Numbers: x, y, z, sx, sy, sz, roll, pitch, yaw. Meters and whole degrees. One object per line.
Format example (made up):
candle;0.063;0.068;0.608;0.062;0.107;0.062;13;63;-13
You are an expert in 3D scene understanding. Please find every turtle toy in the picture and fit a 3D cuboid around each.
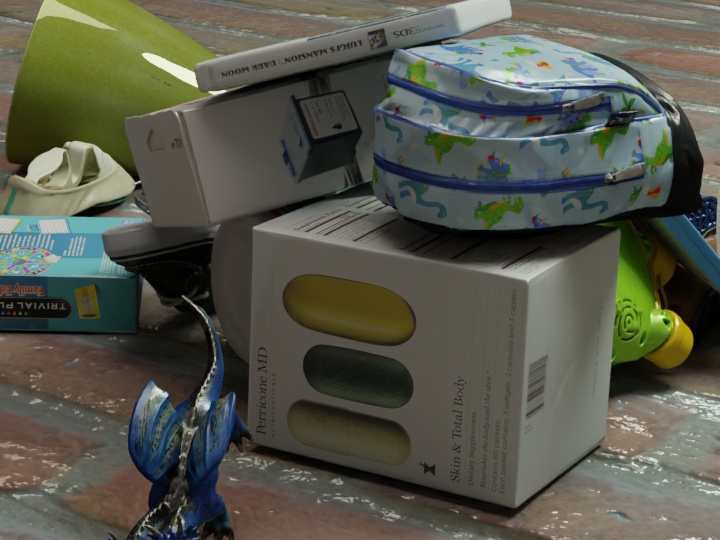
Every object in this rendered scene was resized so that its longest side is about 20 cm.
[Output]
turtle toy;0.158;-0.004;1.591;0.145;0.101;0.201;37;32;-36

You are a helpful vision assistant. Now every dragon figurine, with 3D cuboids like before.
dragon figurine;-0.101;0.101;1.259;0.058;0.202;0.100;7;-20;8

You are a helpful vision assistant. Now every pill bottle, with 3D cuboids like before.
pill bottle;0.000;0.000;1.615;0.199;0.121;0.119;-9;21;-32

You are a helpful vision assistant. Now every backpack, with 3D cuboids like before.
backpack;0.098;-0.084;1.383;0.199;0.155;0.163;-22;34;-25

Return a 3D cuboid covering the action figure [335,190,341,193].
action figure;-0.059;-0.065;1.915;0.117;0.055;0.200;12;27;24

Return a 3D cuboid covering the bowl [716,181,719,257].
bowl;0.324;-0.034;1.626;0.107;0.202;0.200;2;18;4

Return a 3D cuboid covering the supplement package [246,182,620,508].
supplement package;0.048;0.044;1.426;0.198;0.153;0.150;11;18;27

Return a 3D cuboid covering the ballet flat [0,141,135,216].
ballet flat;-0.257;-0.081;1.922;0.069;0.070;0.200;9;19;19

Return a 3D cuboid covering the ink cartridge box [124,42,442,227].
ink cartridge box;-0.047;-0.095;1.517;0.198;0.087;0.146;-18;8;-20

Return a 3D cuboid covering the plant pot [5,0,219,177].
plant pot;-0.210;-0.162;2.041;0.198;0.189;0.187;17;18;0

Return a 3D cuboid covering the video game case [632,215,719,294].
video game case;0.201;-0.063;1.642;0.018;0.143;0.200;-43;26;0

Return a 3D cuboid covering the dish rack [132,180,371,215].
dish rack;-0.091;-0.088;1.853;0.199;0.055;0.153;-24;32;-32

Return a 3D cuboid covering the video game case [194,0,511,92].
video game case;0.000;-0.156;1.479;0.180;0.024;0.200;-12;6;15

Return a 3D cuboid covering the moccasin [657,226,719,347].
moccasin;0.267;0.006;1.717;0.077;0.074;0.201;20;34;26

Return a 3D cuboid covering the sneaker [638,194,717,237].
sneaker;0.224;-0.038;1.850;0.077;0.071;0.199;14;13;41

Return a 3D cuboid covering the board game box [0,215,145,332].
board game box;-0.270;0.001;1.697;0.198;0.047;0.151;1;19;-3

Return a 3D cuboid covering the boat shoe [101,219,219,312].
boat shoe;-0.128;-0.005;1.640;0.071;0.072;0.200;-5;-1;24
